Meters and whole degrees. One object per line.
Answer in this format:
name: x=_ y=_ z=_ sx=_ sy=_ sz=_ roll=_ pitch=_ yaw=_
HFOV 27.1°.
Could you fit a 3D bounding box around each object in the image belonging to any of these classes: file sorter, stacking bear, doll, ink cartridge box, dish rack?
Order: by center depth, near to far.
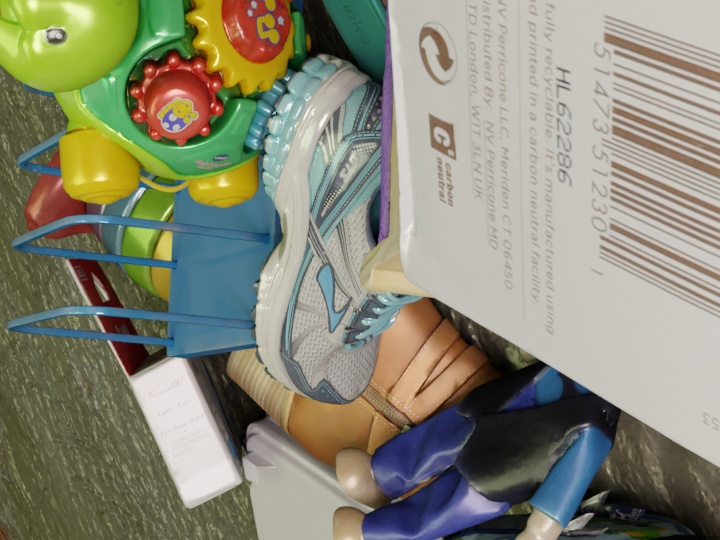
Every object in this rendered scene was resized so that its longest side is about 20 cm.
doll: x=0.074 y=0.084 z=0.725 sx=0.199 sy=0.137 sz=0.048 roll=-32 pitch=124 yaw=28
file sorter: x=-0.118 y=-0.060 z=0.824 sx=0.138 sy=0.121 sz=0.203 roll=-12 pitch=74 yaw=59
stacking bear: x=-0.098 y=-0.017 z=0.959 sx=0.199 sy=0.121 sz=0.114 roll=37 pitch=103 yaw=26
dish rack: x=-0.015 y=0.189 z=0.967 sx=0.199 sy=0.043 sz=0.174 roll=26 pitch=131 yaw=52
ink cartridge box: x=-0.137 y=0.062 z=1.037 sx=0.200 sy=0.044 sz=0.178 roll=-168 pitch=53 yaw=-85

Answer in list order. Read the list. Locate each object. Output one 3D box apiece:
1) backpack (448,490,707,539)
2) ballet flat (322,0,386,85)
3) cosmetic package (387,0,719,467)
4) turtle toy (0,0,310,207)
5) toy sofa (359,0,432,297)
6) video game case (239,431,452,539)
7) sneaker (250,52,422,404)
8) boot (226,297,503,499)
backpack: x=0.107 y=0.192 z=0.743 sx=0.198 sy=0.153 sz=0.165 roll=-11 pitch=106 yaw=38
ballet flat: x=0.043 y=-0.081 z=0.714 sx=0.068 sy=0.067 sz=0.202 roll=12 pitch=133 yaw=46
cosmetic package: x=0.132 y=-0.071 z=0.450 sx=0.166 sy=0.198 sz=0.169 roll=30 pitch=133 yaw=46
turtle toy: x=-0.094 y=-0.108 z=0.689 sx=0.100 sy=0.199 sz=0.148 roll=-10 pitch=84 yaw=43
toy sofa: x=0.043 y=-0.088 z=0.623 sx=0.097 sy=0.082 sz=0.203 roll=150 pitch=124 yaw=-65
video game case: x=-0.004 y=0.171 z=1.004 sx=0.182 sy=0.025 sz=0.200 roll=65 pitch=150 yaw=6
sneaker: x=0.000 y=0.000 z=0.715 sx=0.086 sy=0.078 sz=0.202 roll=26 pitch=139 yaw=25
boot: x=0.025 y=0.024 z=0.823 sx=0.154 sy=0.073 sz=0.202 roll=34 pitch=117 yaw=19
